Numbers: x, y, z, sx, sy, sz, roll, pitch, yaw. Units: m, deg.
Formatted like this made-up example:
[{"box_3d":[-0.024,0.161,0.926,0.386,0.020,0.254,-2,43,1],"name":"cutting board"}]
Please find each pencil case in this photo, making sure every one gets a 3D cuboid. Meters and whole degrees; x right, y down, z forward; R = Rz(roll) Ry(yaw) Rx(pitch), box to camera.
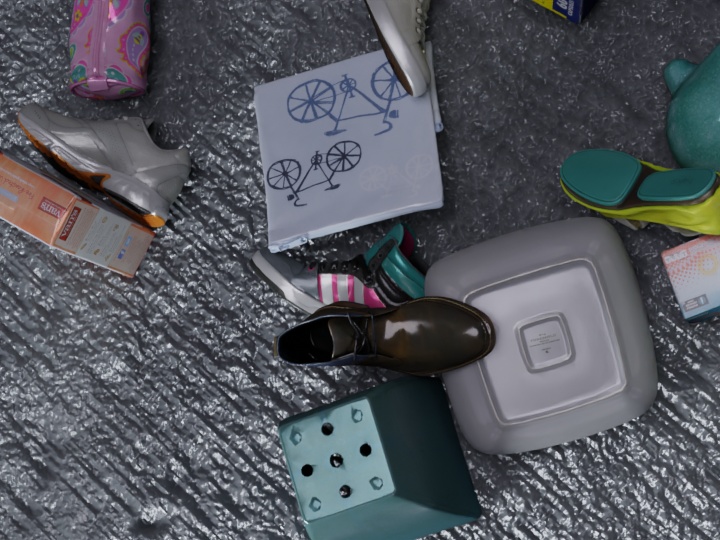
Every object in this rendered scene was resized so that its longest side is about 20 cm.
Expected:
[{"box_3d":[-0.255,-0.276,1.875,0.087,0.087,0.202,0,83,16],"name":"pencil case"}]

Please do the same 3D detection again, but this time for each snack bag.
[{"box_3d":[-0.008,-0.121,1.784,0.187,0.021,0.202,-14,59,12],"name":"snack bag"}]

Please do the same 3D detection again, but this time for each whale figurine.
[{"box_3d":[0.352,-0.171,1.671,0.158,0.104,0.202,16,84,18],"name":"whale figurine"}]

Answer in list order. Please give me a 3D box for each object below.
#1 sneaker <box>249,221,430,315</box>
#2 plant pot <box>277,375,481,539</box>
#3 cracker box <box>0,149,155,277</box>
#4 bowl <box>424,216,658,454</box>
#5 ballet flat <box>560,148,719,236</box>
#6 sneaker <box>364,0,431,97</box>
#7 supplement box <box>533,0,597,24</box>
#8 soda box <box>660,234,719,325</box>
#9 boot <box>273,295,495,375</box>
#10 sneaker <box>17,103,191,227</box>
[{"box_3d":[0.000,0.000,1.758,0.199,0.084,0.121,31,96,10],"name":"sneaker"},{"box_3d":[0.004,0.177,1.672,0.140,0.200,0.143,-20,77,13],"name":"plant pot"},{"box_3d":[-0.300,-0.060,1.796,0.133,0.200,0.058,29,90,17],"name":"cracker box"},{"box_3d":[0.168,0.063,1.676,0.198,0.075,0.202,-16,92,2],"name":"bowl"},{"box_3d":[0.264,-0.064,1.686,0.199,0.067,0.067,13,59,52],"name":"ballet flat"},{"box_3d":[0.046,-0.265,1.781,0.084,0.073,0.202,-19,66,0],"name":"sneaker"},{"box_3d":[0.154,-0.343,1.736,0.199,0.109,0.110,31,68,18],"name":"supplement box"},{"box_3d":[0.377,-0.017,1.663,0.198,0.064,0.069,-22,77,13],"name":"soda box"},{"box_3d":[0.018,0.066,1.644,0.198,0.097,0.076,-2,99,36],"name":"boot"},{"box_3d":[-0.256,-0.127,1.869,0.199,0.076,0.092,32,77,16],"name":"sneaker"}]
